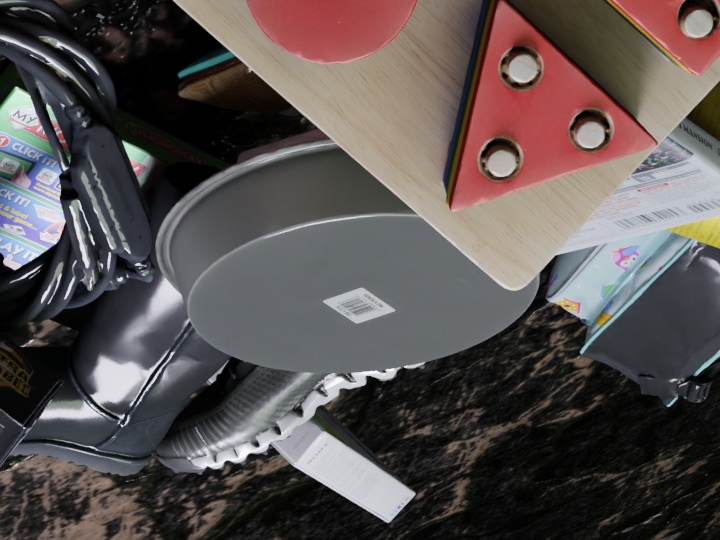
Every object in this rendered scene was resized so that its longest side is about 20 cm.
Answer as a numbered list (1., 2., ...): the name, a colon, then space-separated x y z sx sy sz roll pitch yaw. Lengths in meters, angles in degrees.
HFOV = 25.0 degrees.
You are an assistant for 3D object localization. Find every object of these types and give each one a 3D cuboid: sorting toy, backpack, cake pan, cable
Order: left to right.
1. cable: -0.192 -0.060 0.792 0.163 0.051 0.200 -6 126 21
2. cake pan: 0.000 0.000 0.801 0.200 0.037 0.200 -4 153 -2
3. sorting toy: 0.057 -0.119 0.635 0.199 0.200 0.070 -48 -168 11
4. backpack: 0.233 -0.029 1.164 0.200 0.153 0.176 -54 177 -47

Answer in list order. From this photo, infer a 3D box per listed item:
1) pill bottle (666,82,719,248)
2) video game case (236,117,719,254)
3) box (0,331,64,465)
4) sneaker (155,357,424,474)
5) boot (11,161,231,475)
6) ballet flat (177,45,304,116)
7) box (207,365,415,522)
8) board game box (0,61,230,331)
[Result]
1. pill bottle: 0.183 -0.076 0.890 0.200 0.112 0.112 20 149 6
2. video game case: 0.071 -0.046 0.809 0.200 0.023 0.182 -14 157 36
3. box: -0.284 0.064 0.854 0.199 0.200 0.050 -49 -173 39
4. sneaker: -0.046 0.047 0.974 0.200 0.066 0.091 -28 110 7
5. boot: -0.140 0.023 0.884 0.165 0.066 0.200 14 132 -34
6. ballet flat: 0.011 -0.114 0.781 0.200 0.072 0.068 -31 -167 2
7. box: -0.048 0.108 1.182 0.036 0.144 0.200 -48 152 -2
8. board game box: -0.141 -0.023 0.907 0.200 0.029 0.135 27 122 -32
